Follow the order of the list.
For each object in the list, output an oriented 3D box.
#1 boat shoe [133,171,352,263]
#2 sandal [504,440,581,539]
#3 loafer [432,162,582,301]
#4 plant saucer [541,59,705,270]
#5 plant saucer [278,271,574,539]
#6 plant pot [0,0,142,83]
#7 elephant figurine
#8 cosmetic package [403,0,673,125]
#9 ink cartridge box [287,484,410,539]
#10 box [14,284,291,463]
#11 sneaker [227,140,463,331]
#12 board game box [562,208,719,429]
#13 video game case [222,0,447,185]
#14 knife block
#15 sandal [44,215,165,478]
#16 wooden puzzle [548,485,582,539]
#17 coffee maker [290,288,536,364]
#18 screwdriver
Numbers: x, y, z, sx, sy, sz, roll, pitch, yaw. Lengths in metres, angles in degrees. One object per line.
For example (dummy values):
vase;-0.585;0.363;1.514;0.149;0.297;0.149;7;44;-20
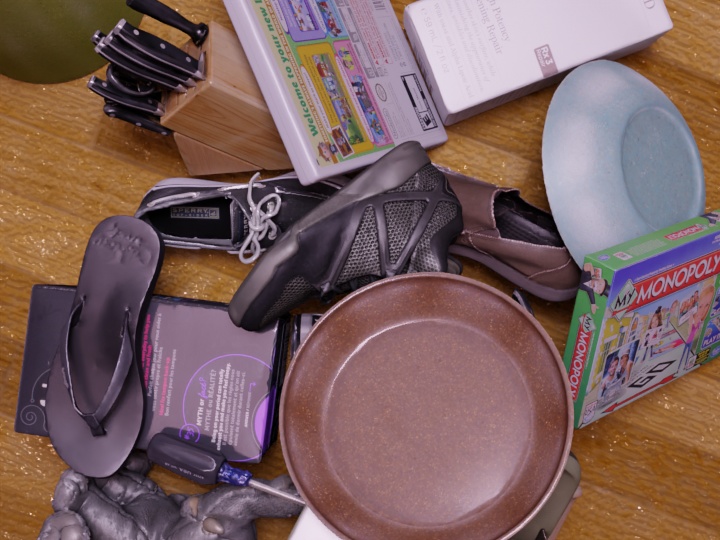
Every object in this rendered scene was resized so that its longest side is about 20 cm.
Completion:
boat shoe;-0.092;-0.046;0.760;0.199;0.068;0.074;5;112;1
sandal;0.109;0.211;0.666;0.080;0.057;0.201;4;125;-10
loafer;0.102;-0.051;0.745;0.200;0.071;0.073;25;54;12
plant saucer;0.227;-0.076;0.723;0.201;0.039;0.202;6;79;-36
plant saucer;0.045;0.100;0.624;0.200;0.037;0.201;-4;66;9
plant pot;-0.281;-0.260;0.705;0.187;0.200;0.188;0;90;0
elephant figurine;-0.149;0.227;0.737;0.199;0.155;0.142;16;65;6
cosmetic package;0.146;-0.207;0.764;0.200;0.074;0.102;-23;91;2
ink cartridge box;-0.012;0.269;0.614;0.145;0.048;0.200;27;80;8
box;-0.166;0.082;0.753;0.199;0.106;0.123;7;89;1
sneaker;0.000;0.000;0.684;0.199;0.076;0.114;-37;82;-14
board game box;0.233;0.031;0.703;0.200;0.029;0.135;-17;124;-36
video game case;-0.022;-0.179;0.728;0.022;0.182;0.200;-23;91;41
knife block;-0.106;-0.150;0.713;0.199;0.176;0.064;-3;64;1
sandal;-0.197;0.057;0.679;0.076;0.043;0.201;6;88;1
wooden puzzle;0.060;0.226;0.730;0.185;0.037;0.200;9;124;-13
coffee maker;0.047;0.121;0.737;0.199;0.135;0.193;-6;91;1
screwdriver;-0.066;0.160;0.673;0.199;0.028;0.029;14;98;9
